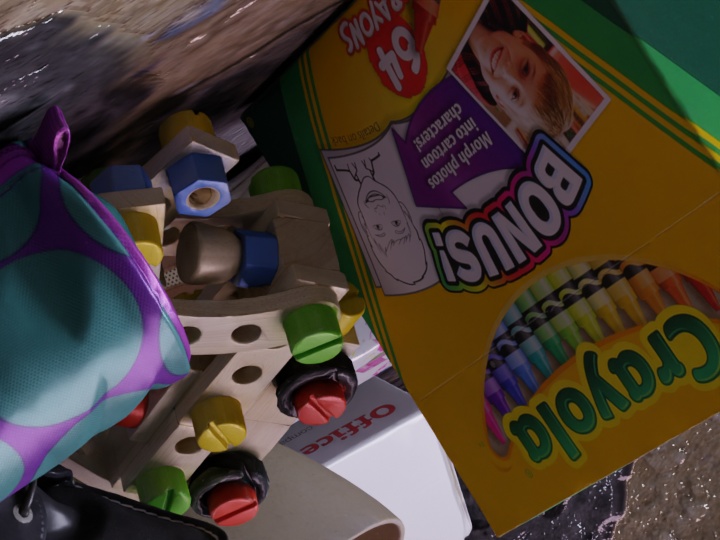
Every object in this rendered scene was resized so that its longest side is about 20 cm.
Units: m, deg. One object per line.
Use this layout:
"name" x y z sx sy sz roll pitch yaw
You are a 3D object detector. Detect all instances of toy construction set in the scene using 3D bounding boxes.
"toy construction set" -0.076 0.028 0.922 0.131 0.092 0.200 11 151 -33

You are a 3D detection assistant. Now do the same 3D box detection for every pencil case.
"pencil case" -0.151 0.041 0.769 0.200 0.093 0.085 -31 -152 -8

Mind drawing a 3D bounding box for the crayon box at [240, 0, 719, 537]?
"crayon box" 0.063 -0.025 0.866 0.058 0.173 0.200 -27 173 -33

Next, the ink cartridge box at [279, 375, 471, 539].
"ink cartridge box" -0.058 0.108 1.420 0.144 0.084 0.200 -29 -153 -22

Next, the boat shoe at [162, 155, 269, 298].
"boat shoe" -0.056 0.009 1.058 0.200 0.072 0.076 -30 175 8

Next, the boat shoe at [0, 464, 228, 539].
"boat shoe" -0.135 0.081 0.909 0.200 0.066 0.070 8 -155 6

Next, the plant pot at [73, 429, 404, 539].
"plant pot" -0.098 0.131 1.090 0.200 0.134 0.200 -44 165 -15

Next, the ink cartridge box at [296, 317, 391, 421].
"ink cartridge box" 0.000 0.000 1.227 0.200 0.085 0.145 -32 174 -4
